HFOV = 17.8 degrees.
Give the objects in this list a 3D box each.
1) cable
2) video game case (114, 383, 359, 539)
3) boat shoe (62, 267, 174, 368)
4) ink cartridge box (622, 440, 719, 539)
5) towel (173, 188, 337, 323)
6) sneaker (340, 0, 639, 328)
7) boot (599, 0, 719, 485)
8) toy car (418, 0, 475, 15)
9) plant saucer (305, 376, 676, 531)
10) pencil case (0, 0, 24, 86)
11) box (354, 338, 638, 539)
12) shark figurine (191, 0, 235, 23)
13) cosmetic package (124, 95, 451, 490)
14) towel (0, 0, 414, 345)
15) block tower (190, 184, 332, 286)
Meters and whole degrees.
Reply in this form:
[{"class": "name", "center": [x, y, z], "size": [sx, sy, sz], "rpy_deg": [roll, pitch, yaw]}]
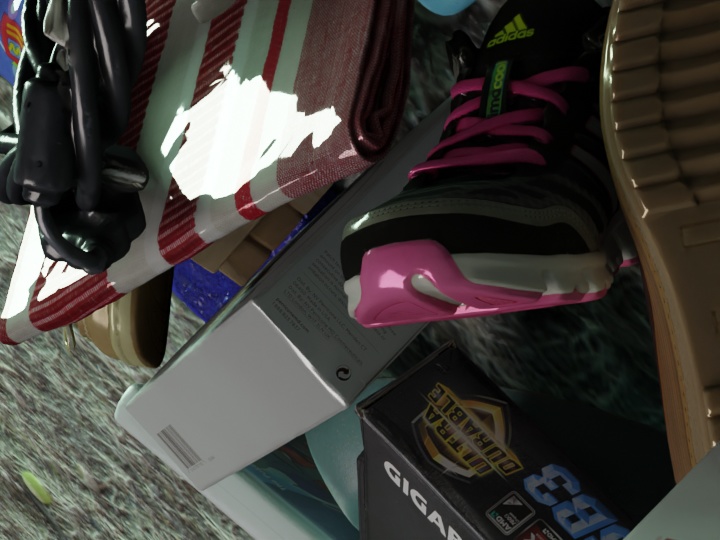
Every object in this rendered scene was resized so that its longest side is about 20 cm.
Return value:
[{"class": "cable", "center": [-0.097, -0.096, 0.740], "size": [0.200, 0.051, 0.164], "rpy_deg": [-112, 22, -69]}, {"class": "video game case", "center": [0.013, 0.112, 1.025], "size": [0.200, 0.023, 0.182], "rpy_deg": [37, -164, 29]}, {"class": "boat shoe", "center": [-0.106, -0.007, 0.939], "size": [0.200, 0.062, 0.074], "rpy_deg": [-112, 30, -80]}, {"class": "ink cartridge box", "center": [0.186, 0.081, 0.558], "size": [0.147, 0.200, 0.146], "rpy_deg": [11, 137, 57]}, {"class": "towel", "center": [-0.082, -0.029, 1.084], "size": [0.200, 0.050, 0.148], "rpy_deg": [35, 155, 32]}, {"class": "sneaker", "center": [0.047, -0.038, 0.679], "size": [0.073, 0.200, 0.088], "rpy_deg": [-6, 99, 30]}, {"class": "boot", "center": [0.115, -0.014, 0.688], "size": [0.166, 0.072, 0.201], "rpy_deg": [23, -115, -78]}, {"class": "toy car", "center": [-0.001, -0.152, 0.478], "size": [0.184, 0.177, 0.200], "rpy_deg": [43, -163, -9]}, {"class": "plant saucer", "center": [0.069, 0.097, 0.898], "size": [0.199, 0.036, 0.200], "rpy_deg": [14, 159, 5]}, {"class": "pencil case", "center": [-0.168, -0.134, 1.036], "size": [0.200, 0.078, 0.087], "rpy_deg": [32, 146, 39]}, {"class": "box", "center": [0.078, 0.149, 0.780], "size": [0.200, 0.050, 0.199], "rpy_deg": [44, 159, 26]}, {"class": "shark figurine", "center": [0.000, -0.177, 0.628], "size": [0.128, 0.216, 0.089], "rpy_deg": [4, 179, 23]}, {"class": "cosmetic package", "center": [0.000, 0.000, 0.842], "size": [0.052, 0.151, 0.200], "rpy_deg": [48, 158, -2]}, {"class": "towel", "center": [-0.047, -0.061, 0.769], "size": [0.023, 0.145, 0.200], "rpy_deg": [31, 144, -28]}, {"class": "block tower", "center": [-0.069, -0.064, 0.883], "size": [0.054, 0.058, 0.200], "rpy_deg": [37, -169, -29]}]
